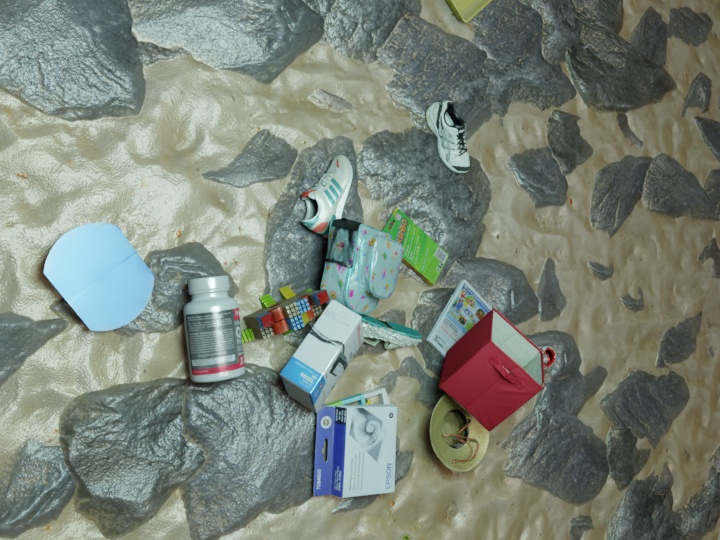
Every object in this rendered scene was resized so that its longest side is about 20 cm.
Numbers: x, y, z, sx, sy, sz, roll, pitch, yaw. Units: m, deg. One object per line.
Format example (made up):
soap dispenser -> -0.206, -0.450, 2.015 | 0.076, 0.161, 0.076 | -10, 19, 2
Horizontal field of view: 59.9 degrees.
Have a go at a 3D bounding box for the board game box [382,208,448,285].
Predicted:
board game box -> 0.134, -0.060, 1.577 | 0.200, 0.030, 0.096 | 41, 66, -25

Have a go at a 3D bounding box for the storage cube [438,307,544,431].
storage cube -> 0.316, 0.236, 1.498 | 0.171, 0.180, 0.200 | 41, 25, -4

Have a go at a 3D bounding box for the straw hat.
straw hat -> 0.225, 0.394, 1.560 | 0.199, 0.085, 0.204 | 3, 84, -30

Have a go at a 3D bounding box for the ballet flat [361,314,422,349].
ballet flat -> 0.055, 0.153, 1.498 | 0.198, 0.072, 0.073 | 20, 76, -26

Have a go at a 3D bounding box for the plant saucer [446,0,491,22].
plant saucer -> 0.276, -0.803, 1.714 | 0.200, 0.048, 0.201 | -46, 109, -27

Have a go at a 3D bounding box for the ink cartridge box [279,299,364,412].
ink cartridge box -> -0.078, 0.185, 1.350 | 0.084, 0.145, 0.201 | 28, 67, 16

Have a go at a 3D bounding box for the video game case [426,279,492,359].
video game case -> 0.268, 0.147, 1.647 | 0.143, 0.018, 0.201 | 44, 66, -21

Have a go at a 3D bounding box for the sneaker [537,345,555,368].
sneaker -> 0.435, 0.234, 1.689 | 0.199, 0.108, 0.068 | 0, 86, -31

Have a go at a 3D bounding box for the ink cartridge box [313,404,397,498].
ink cartridge box -> -0.008, 0.407, 1.418 | 0.198, 0.040, 0.202 | 5, 83, -31

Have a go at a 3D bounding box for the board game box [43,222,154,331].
board game box -> -0.493, 0.011, 1.183 | 0.158, 0.039, 0.201 | -45, 114, -32

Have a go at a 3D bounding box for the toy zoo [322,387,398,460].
toy zoo -> 0.008, 0.356, 1.468 | 0.198, 0.020, 0.133 | -9, 91, -32

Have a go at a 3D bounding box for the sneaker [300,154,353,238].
sneaker -> -0.081, -0.181, 1.429 | 0.093, 0.070, 0.202 | 20, 78, -34

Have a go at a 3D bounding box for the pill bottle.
pill bottle -> -0.295, 0.115, 1.251 | 0.110, 0.110, 0.203 | -6, 89, -31

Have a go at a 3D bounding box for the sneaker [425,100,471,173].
sneaker -> 0.244, -0.347, 1.633 | 0.076, 0.087, 0.201 | -40, 108, -29

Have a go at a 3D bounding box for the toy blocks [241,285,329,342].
toy blocks -> -0.152, 0.093, 1.325 | 0.199, 0.136, 0.101 | -24, 98, -30

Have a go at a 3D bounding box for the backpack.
backpack -> 0.000, 0.000, 1.405 | 0.175, 0.152, 0.202 | 14, 94, -61
